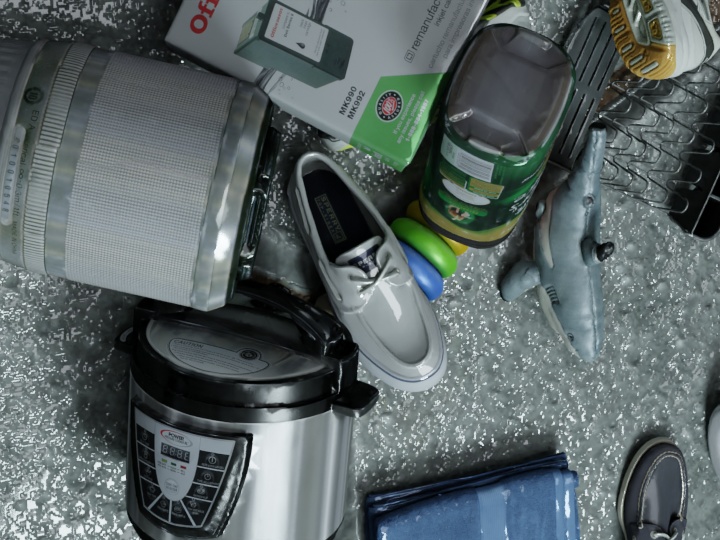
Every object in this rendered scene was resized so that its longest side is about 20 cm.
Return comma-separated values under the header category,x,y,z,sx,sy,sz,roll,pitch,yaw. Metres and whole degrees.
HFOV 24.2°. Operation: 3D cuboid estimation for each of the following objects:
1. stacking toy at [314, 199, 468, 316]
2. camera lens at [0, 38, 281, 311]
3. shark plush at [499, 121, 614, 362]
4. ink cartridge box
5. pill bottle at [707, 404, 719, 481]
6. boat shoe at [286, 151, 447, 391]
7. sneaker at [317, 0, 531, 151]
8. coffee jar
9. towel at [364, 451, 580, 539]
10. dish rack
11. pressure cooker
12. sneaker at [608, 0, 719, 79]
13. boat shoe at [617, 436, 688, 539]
category,x,y,z,sx,sy,sz,roll,pitch,yaw
stacking toy,0.051,-0.023,1.352,0.085,0.085,0.201,41,78,-28
camera lens,-0.161,-0.067,1.159,0.198,0.160,0.162,13,100,-3
shark plush,0.191,-0.028,1.383,0.090,0.083,0.202,1,120,-28
ink cartridge box,-0.024,-0.182,1.218,0.198,0.084,0.147,26,92,-1
pill bottle,0.429,0.144,1.547,0.198,0.112,0.114,-19,111,-19
boat shoe,0.000,0.000,1.272,0.073,0.065,0.201,-32,73,-10
sneaker,0.058,-0.141,1.317,0.199,0.075,0.077,-31,115,-12
coffee jar,0.096,-0.091,1.233,0.085,0.200,0.105,24,73,4
towel,0.097,0.231,1.455,0.198,0.048,0.113,-11,109,-22
dish rack,0.244,-0.128,1.418,0.199,0.054,0.155,21,94,-28
pressure cooker,-0.091,0.101,1.253,0.174,0.179,0.202,-3,114,-21
sneaker,0.234,-0.254,1.358,0.087,0.075,0.202,-13,89,-36
boat shoe,0.276,0.254,1.535,0.072,0.063,0.202,-1,105,-24
